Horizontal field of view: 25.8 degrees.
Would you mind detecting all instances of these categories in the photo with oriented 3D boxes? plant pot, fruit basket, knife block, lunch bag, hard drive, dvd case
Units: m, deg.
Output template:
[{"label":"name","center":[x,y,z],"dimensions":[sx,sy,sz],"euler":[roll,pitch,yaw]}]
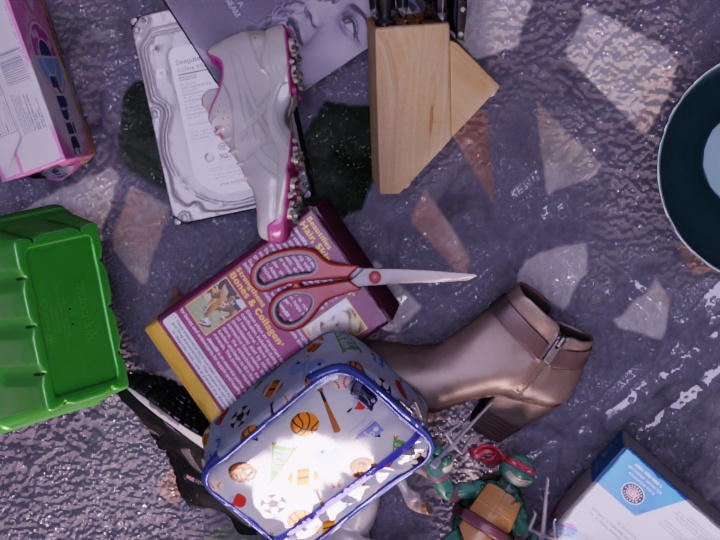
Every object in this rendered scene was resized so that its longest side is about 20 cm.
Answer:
[{"label":"plant pot","center":[0.357,-0.095,1.396],"dimensions":[0.198,0.135,0.202],"euler":[1,97,5]},{"label":"fruit basket","center":[-0.333,0.048,1.502],"dimensions":[0.215,0.155,0.218],"euler":[18,115,45]},{"label":"knife block","center":[0.031,-0.197,1.431],"dimensions":[0.175,0.064,0.200],"euler":[41,100,-16]},{"label":"lunch bag","center":[-0.034,0.157,1.416],"dimensions":[0.199,0.076,0.160],"euler":[-37,118,17]},{"label":"hard drive","center":[-0.130,-0.154,1.488],"dimensions":[0.138,0.038,0.202],"euler":[-10,95,6]},{"label":"dvd case","center":[-0.064,-0.248,1.451],"dimensions":[0.199,0.016,0.149],"euler":[-34,97,-7]}]

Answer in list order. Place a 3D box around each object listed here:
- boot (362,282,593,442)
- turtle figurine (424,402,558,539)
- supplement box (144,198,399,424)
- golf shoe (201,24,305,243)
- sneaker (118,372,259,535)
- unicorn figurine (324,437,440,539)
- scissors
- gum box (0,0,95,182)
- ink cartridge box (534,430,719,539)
[{"label":"boot","center":[0.111,0.071,1.463],"dimensions":[0.199,0.070,0.147],"euler":[28,115,-18]},{"label":"turtle figurine","center":[0.116,0.234,1.443],"dimensions":[0.149,0.101,0.201],"euler":[27,84,19]},{"label":"supplement box","center":[-0.081,0.042,1.474],"dimensions":[0.199,0.103,0.131],"euler":[-34,92,9]},{"label":"golf shoe","center":[-0.095,-0.120,1.403],"dimensions":[0.091,0.075,0.202],"euler":[-3,74,3]},{"label":"sneaker","center":[-0.163,0.183,1.517],"dimensions":[0.199,0.076,0.088],"euler":[36,105,1]},{"label":"unicorn figurine","center":[-0.003,0.238,1.513],"dimensions":[0.136,0.074,0.201],"euler":[22,84,13]},{"label":"scissors","center":[0.000,0.000,1.401],"dimensions":[0.198,0.014,0.074],"euler":[-15,94,8]},{"label":"gum box","center":[-0.317,-0.179,1.464],"dimensions":[0.066,0.114,0.202],"euler":[-18,95,8]},{"label":"ink cartridge box","center":[0.237,0.276,1.480],"dimensions":[0.144,0.085,0.200],"euler":[40,98,0]}]
